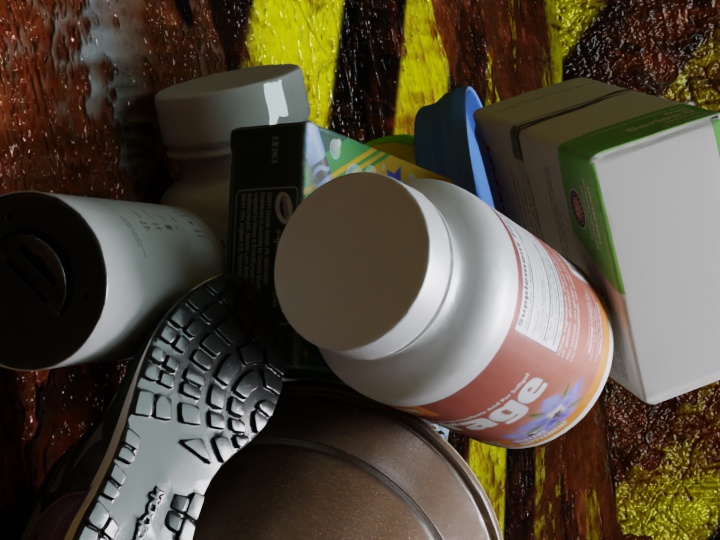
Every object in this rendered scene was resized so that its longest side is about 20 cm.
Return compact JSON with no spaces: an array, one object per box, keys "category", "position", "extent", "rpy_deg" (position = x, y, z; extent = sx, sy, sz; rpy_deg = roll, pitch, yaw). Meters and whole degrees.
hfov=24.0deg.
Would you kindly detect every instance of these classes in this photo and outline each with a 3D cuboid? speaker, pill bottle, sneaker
[{"category":"speaker","position":[-0.121,0.004,0.832],"extent":[0.200,0.080,0.082],"rpy_deg":[-1,84,-76]},{"category":"pill bottle","position":[-0.059,-0.015,1.008],"extent":[0.114,0.113,0.202],"rpy_deg":[-51,133,-70]},{"category":"pill bottle","position":[0.043,0.020,0.857],"extent":[0.200,0.111,0.113],"rpy_deg":[27,57,-56]},{"category":"sneaker","position":[-0.110,0.083,0.788],"extent":[0.076,0.087,0.201],"rpy_deg":[49,49,-26]}]

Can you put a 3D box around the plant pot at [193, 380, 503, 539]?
[{"category":"plant pot","position":[-0.048,0.188,0.853],"extent":[0.198,0.198,0.202],"rpy_deg":[-47,129,-60]}]

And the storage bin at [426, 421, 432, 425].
[{"category":"storage bin","position":[0.007,0.030,1.161],"extent":[0.146,0.133,0.201],"rpy_deg":[-85,158,-58]}]

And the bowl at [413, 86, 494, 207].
[{"category":"bowl","position":[0.077,-0.019,1.120],"extent":[0.201,0.039,0.203],"rpy_deg":[-14,90,-79]}]

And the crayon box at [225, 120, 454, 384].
[{"category":"crayon box","position":[0.000,0.000,0.945],"extent":[0.200,0.051,0.127],"rpy_deg":[15,75,-60]}]

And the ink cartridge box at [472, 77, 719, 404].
[{"category":"ink cartridge box","position":[0.148,-0.026,0.997],"extent":[0.200,0.083,0.147],"rpy_deg":[-138,-149,-71]}]

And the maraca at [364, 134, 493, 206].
[{"category":"maraca","position":[0.043,-0.040,1.286],"extent":[0.107,0.199,0.138],"rpy_deg":[-17,87,-45]}]

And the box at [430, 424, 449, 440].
[{"category":"box","position":[0.029,0.141,1.286],"extent":[0.201,0.037,0.137],"rpy_deg":[-73,-172,-58]}]
